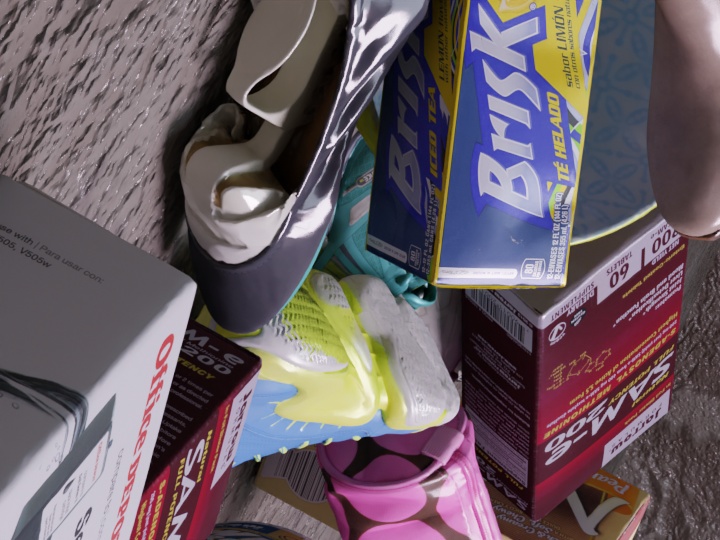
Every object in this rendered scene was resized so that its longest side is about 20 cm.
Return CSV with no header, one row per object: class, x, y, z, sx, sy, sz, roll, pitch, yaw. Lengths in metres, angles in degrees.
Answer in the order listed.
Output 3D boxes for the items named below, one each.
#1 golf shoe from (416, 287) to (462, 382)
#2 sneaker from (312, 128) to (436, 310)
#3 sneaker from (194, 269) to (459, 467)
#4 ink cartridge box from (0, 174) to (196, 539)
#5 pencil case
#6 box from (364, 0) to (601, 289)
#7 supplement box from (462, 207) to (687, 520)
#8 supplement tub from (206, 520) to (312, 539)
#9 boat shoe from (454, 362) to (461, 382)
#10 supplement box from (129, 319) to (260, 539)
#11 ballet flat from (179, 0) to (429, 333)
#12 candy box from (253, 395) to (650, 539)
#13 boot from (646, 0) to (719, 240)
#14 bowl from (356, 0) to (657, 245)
golf shoe,0.035,-0.004,1.395,0.091,0.075,0.200,-5,138,-30
sneaker,0.000,0.000,1.302,0.078,0.079,0.201,-48,163,-50
sneaker,-0.035,0.050,1.228,0.105,0.076,0.200,-32,153,18
ink cartridge box,-0.144,0.085,0.859,0.200,0.083,0.147,-51,165,-46
pencil case,0.046,0.160,1.397,0.091,0.093,0.201,-37,121,-28
box,0.053,-0.097,1.077,0.070,0.064,0.201,-153,-114,-62
supplement box,0.110,0.033,1.382,0.109,0.061,0.200,-37,152,-21
supplement tub,-0.069,0.198,1.294,0.145,0.144,0.200,-63,169,5
boat shoe,0.091,-0.013,1.467,0.072,0.060,0.202,-46,160,-47
supplement box,-0.119,0.111,1.051,0.200,0.061,0.109,-50,163,-49
ballet flat,-0.035,-0.060,1.066,0.201,0.073,0.073,-63,169,25
candy box,0.053,0.125,1.517,0.115,0.199,0.055,-42,156,-58
boot,0.137,-0.126,1.082,0.146,0.070,0.201,31,68,-63
bowl,0.063,-0.117,1.180,0.201,0.200,0.108,-62,-150,-2
